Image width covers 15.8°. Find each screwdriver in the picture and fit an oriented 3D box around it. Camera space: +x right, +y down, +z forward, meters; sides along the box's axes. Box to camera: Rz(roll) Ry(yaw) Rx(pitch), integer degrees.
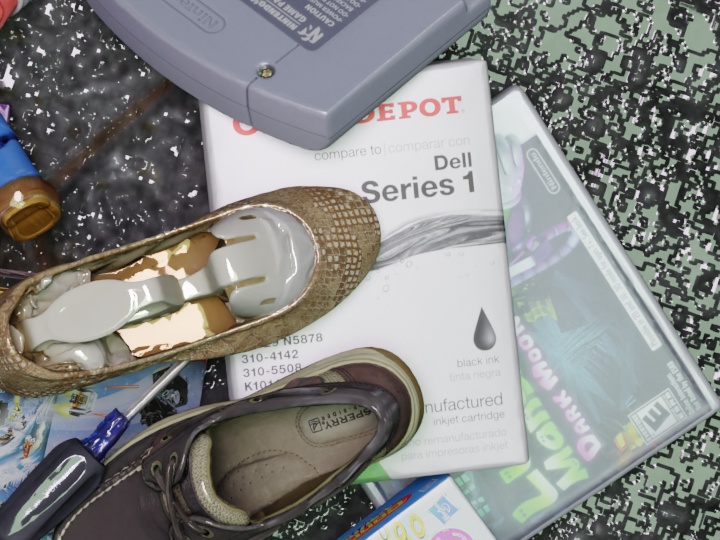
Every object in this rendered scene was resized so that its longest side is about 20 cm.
[{"bbox_3d":[-0.101,0.056,1.234,0.029,0.028,0.200,38,83,32],"label":"screwdriver"}]

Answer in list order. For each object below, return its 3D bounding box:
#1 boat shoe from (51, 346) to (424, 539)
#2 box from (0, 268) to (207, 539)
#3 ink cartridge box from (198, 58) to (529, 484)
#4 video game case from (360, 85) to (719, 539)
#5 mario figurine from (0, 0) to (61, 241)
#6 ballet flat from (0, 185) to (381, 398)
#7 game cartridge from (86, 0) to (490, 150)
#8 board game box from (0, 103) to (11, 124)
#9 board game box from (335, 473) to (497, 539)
[{"bbox_3d":[-0.066,0.095,1.215,0.199,0.065,0.074,-31,87,14],"label":"boat shoe"},{"bbox_3d":[-0.163,0.070,1.262,0.199,0.040,0.138,9,92,-47],"label":"box"},{"bbox_3d":[0.000,0.000,1.285,0.145,0.084,0.202,-7,93,-3],"label":"ink cartridge box"},{"bbox_3d":[0.060,0.037,1.343,0.181,0.023,0.201,-33,94,-2],"label":"video game case"},{"bbox_3d":[-0.216,-0.098,1.282,0.106,0.123,0.201,-35,70,37],"label":"mario figurine"},{"bbox_3d":[-0.080,0.011,1.195,0.199,0.065,0.071,-22,87,-9],"label":"ballet flat"},{"bbox_3d":[-0.053,-0.143,1.258,0.200,0.042,0.133,38,68,26],"label":"game cartridge"},{"bbox_3d":[-0.248,0.007,1.320,0.119,0.032,0.202,7,92,-8],"label":"board game box"},{"bbox_3d":[0.020,0.235,1.289,0.195,0.056,0.200,-37,94,-3],"label":"board game box"}]
